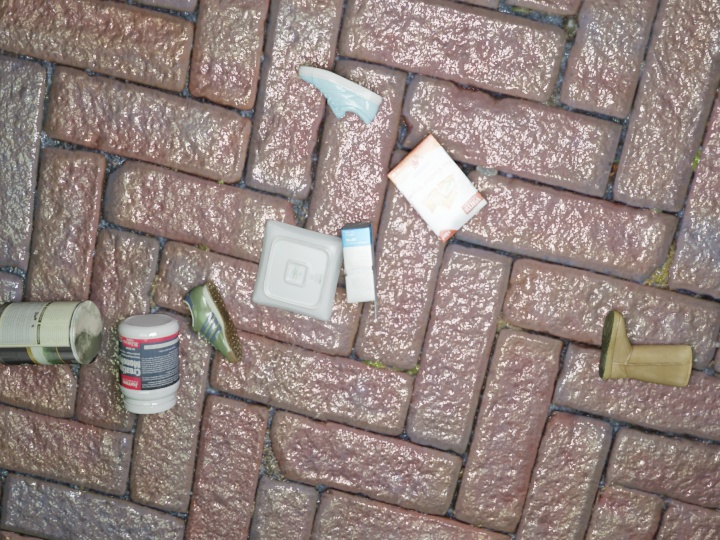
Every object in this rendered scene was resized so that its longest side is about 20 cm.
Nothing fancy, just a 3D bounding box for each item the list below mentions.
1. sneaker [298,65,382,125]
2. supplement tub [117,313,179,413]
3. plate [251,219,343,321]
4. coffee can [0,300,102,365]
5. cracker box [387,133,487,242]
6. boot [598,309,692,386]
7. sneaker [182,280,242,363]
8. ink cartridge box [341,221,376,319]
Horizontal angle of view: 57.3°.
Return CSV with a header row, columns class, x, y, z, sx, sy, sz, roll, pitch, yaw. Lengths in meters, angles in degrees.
class,x,y,z,sx,sy,sz,roll,pitch,yaw
sneaker,-0.053,-0.381,1.442,0.196,0.074,0.084,23,98,0
supplement tub,-0.495,0.215,1.544,0.136,0.140,0.206,3,101,3
plate,-0.146,0.003,1.540,0.194,0.032,0.205,14,100,0
coffee can,-0.729,0.146,1.542,0.194,0.147,0.151,-1,101,4
cracker box,0.170,-0.184,1.473,0.133,0.058,0.201,-41,96,10
boot,0.657,0.177,1.512,0.194,0.066,0.180,2,113,4
sneaker,-0.355,0.133,1.563,0.088,0.067,0.205,-19,99,14
ink cartridge box,0.000,0.000,1.487,0.066,0.116,0.206,-4,100,5
